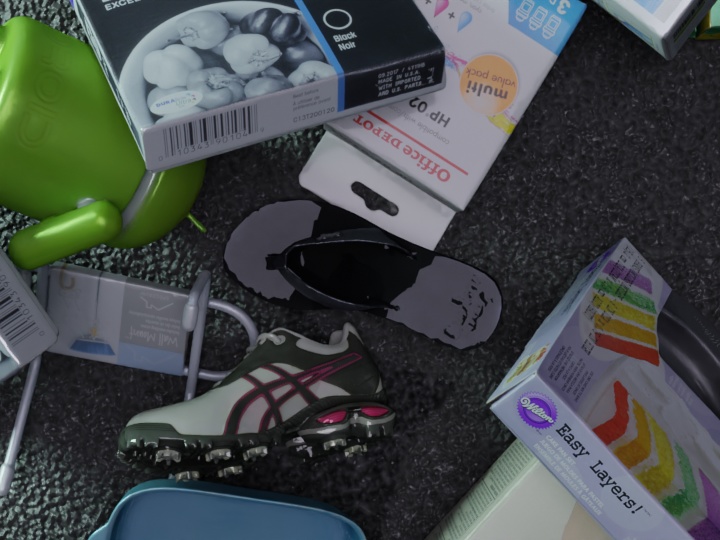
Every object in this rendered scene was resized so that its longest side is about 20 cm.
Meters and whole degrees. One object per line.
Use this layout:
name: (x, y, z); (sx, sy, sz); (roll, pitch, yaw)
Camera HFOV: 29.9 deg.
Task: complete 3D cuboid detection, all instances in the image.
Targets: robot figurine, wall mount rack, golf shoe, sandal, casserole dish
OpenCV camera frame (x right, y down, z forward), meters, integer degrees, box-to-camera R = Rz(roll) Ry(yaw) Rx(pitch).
robot figurine: (-0.187, -0.087, 0.872); (0.199, 0.177, 0.116); (23, 128, -30)
wall mount rack: (-0.174, 0.073, 0.919); (0.198, 0.075, 0.176); (11, 115, 1)
golf shoe: (-0.073, 0.088, 0.893); (0.198, 0.077, 0.089); (-3, 71, -35)
sandal: (0.001, -0.001, 0.918); (0.198, 0.043, 0.077); (13, 95, 9)
casserole dish: (-0.088, 0.198, 0.914); (0.198, 0.039, 0.122); (10, 109, -12)

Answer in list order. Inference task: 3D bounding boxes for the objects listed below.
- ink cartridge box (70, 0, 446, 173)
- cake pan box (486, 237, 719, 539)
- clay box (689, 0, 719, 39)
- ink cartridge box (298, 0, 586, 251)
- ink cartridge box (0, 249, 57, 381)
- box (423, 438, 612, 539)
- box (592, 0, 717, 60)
ink cartridge box: (-0.074, -0.165, 0.848); (0.196, 0.044, 0.201); (-18, 53, -17)
cake pan box: (0.191, 0.093, 0.871); (0.185, 0.200, 0.052); (49, 128, -1)
clay box: (0.304, -0.220, 0.925); (0.197, 0.048, 0.116); (-2, 90, -1)
ink cartridge box: (0.051, -0.118, 0.916); (0.114, 0.068, 0.201); (31, 91, 0)
ink cartridge box: (-0.304, 0.001, 0.858); (0.199, 0.043, 0.199); (-29, 98, 45)
box: (0.097, 0.190, 0.910); (0.078, 0.095, 0.200); (42, 92, -3)
box: (0.155, -0.246, 0.872); (0.200, 0.101, 0.113); (40, 100, 11)
